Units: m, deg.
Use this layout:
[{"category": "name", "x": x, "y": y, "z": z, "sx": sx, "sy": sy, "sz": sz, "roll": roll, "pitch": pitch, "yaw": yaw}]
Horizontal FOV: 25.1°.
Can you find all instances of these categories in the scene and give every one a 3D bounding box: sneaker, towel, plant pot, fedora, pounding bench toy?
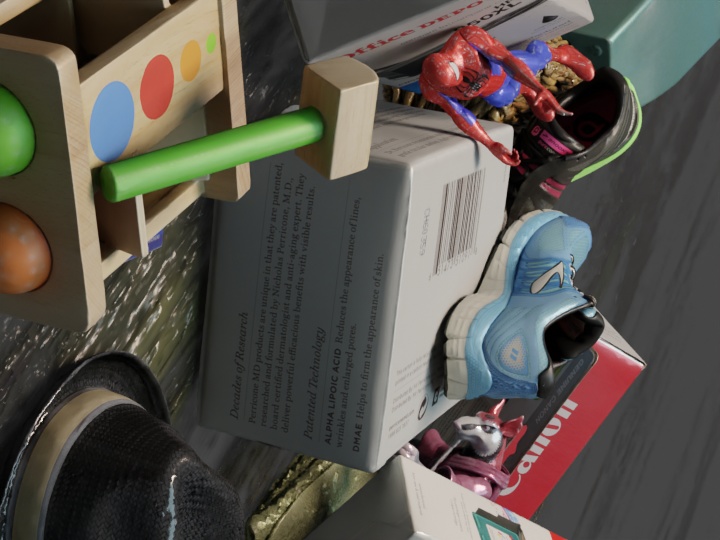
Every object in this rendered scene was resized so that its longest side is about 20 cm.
[{"category": "sneaker", "x": 0.129, "y": -0.079, "z": 1.203, "sx": 0.200, "sy": 0.077, "sz": 0.084, "roll": -48, "pitch": 156, "yaw": -13}, {"category": "towel", "x": -0.032, "y": 0.198, "z": 1.221, "sx": 0.200, "sy": 0.036, "sz": 0.149, "roll": -45, "pitch": 142, "yaw": -53}, {"category": "plant pot", "x": 0.237, "y": -0.239, "z": 1.524, "sx": 0.200, "sy": 0.141, "sz": 0.142, "roll": -49, "pitch": 145, "yaw": -37}, {"category": "fedora", "x": -0.121, "y": 0.147, "z": 0.902, "sx": 0.200, "sy": 0.091, "sz": 0.202, "roll": 12, "pitch": 90, "yaw": -68}, {"category": "pounding bench toy", "x": -0.109, "y": -0.059, "z": 0.688, "sx": 0.156, "sy": 0.199, "sz": 0.125, "roll": -49, "pitch": 144, "yaw": -51}, {"category": "sneaker", "x": 0.126, "y": 0.031, "z": 1.102, "sx": 0.200, "sy": 0.090, "sz": 0.079, "roll": -54, "pitch": 149, "yaw": -48}]

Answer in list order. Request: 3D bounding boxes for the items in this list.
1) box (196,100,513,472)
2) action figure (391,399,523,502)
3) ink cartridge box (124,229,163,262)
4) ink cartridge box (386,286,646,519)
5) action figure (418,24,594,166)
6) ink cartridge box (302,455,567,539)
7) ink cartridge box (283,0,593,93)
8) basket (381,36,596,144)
[{"category": "box", "x": 0.000, "y": 0.000, "z": 1.071, "sx": 0.199, "sy": 0.130, "sz": 0.201, "roll": -26, "pitch": 126, "yaw": -63}, {"category": "action figure", "x": 0.050, "y": 0.176, "z": 1.134, "sx": 0.200, "sy": 0.149, "sz": 0.134, "roll": -45, "pitch": -174, "yaw": 12}, {"category": "ink cartridge box", "x": -0.114, "y": -0.094, "z": 0.874, "sx": 0.099, "sy": 0.039, "sz": 0.201, "roll": -32, "pitch": 131, "yaw": -61}, {"category": "ink cartridge box", "x": 0.120, "y": 0.116, "z": 1.267, "sx": 0.084, "sy": 0.176, "sz": 0.200, "roll": 28, "pitch": 105, "yaw": -28}, {"category": "action figure", "x": 0.106, "y": -0.109, "z": 1.051, "sx": 0.065, "sy": 0.099, "sz": 0.200, "roll": -48, "pitch": 158, "yaw": 24}, {"category": "ink cartridge box", "x": 0.066, "y": 0.214, "z": 1.068, "sx": 0.200, "sy": 0.116, "sz": 0.067, "roll": 31, "pitch": 29, "yaw": -31}, {"category": "ink cartridge box", "x": 0.052, "y": -0.186, "z": 1.061, "sx": 0.200, "sy": 0.144, "sz": 0.085, "roll": -1, "pitch": 72, "yaw": -67}, {"category": "basket", "x": 0.080, "y": -0.152, "z": 1.279, "sx": 0.143, "sy": 0.149, "sz": 0.200, "roll": -48, "pitch": 164, "yaw": 17}]
